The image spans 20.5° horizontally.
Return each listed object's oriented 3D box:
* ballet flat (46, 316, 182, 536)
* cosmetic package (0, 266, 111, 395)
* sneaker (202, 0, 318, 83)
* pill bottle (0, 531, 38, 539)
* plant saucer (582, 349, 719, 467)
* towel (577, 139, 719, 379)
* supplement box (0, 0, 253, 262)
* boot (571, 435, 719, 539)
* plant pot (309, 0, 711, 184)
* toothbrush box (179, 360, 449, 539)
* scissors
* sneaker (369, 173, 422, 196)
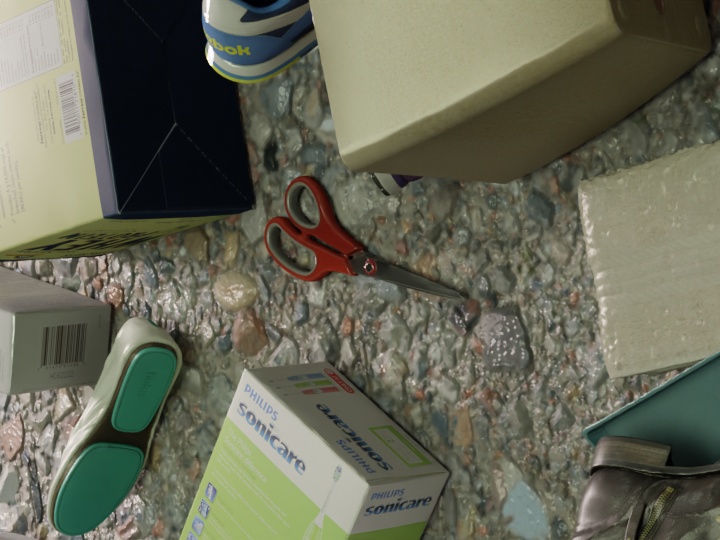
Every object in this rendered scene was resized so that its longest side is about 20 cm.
[{"bbox_3d":[-0.201,0.123,1.615,0.069,0.069,0.200,43,117,35],"label":"ballet flat"},{"bbox_3d":[-0.311,0.045,1.686,0.200,0.101,0.071,17,105,44],"label":"cosmetic package"},{"bbox_3d":[-0.024,-0.209,1.331,0.074,0.200,0.082,40,163,31],"label":"sneaker"},{"bbox_3d":[-0.316,0.333,1.702,0.111,0.111,0.200,24,109,42],"label":"pill bottle"},{"bbox_3d":[0.219,0.080,1.183,0.070,0.019,0.200,48,137,-4],"label":"plant saucer"},{"bbox_3d":[0.218,-0.014,1.196,0.200,0.034,0.133,-15,80,44],"label":"towel"},{"bbox_3d":[-0.210,-0.121,1.548,0.200,0.134,0.200,-14,83,45],"label":"supplement box"},{"bbox_3d":[0.182,0.192,1.150,0.200,0.069,0.174,7,61,38],"label":"boot"},{"bbox_3d":[0.097,-0.175,1.210,0.177,0.200,0.200,-16,81,32],"label":"plant pot"},{"bbox_3d":[-0.044,0.188,1.435,0.146,0.086,0.200,40,120,37],"label":"toothbrush box"},{"bbox_3d":[0.000,0.000,1.433,0.200,0.014,0.073,37,115,36],"label":"scissors"},{"bbox_3d":[0.025,-0.149,1.373,0.087,0.076,0.200,-26,62,11],"label":"sneaker"}]
